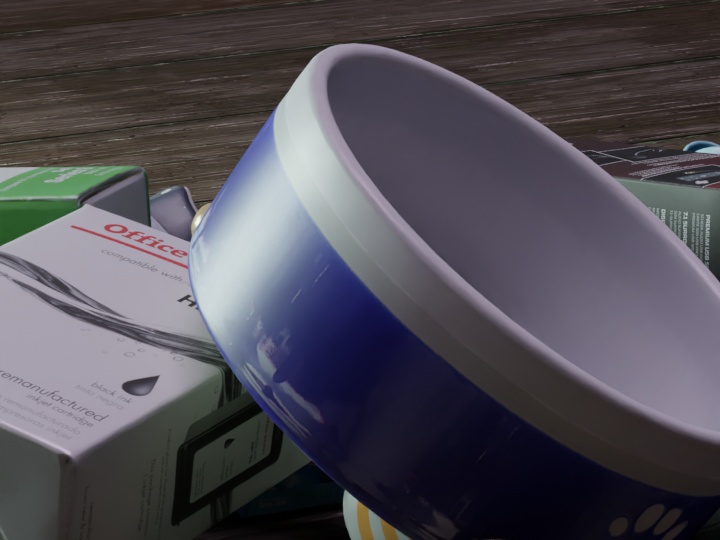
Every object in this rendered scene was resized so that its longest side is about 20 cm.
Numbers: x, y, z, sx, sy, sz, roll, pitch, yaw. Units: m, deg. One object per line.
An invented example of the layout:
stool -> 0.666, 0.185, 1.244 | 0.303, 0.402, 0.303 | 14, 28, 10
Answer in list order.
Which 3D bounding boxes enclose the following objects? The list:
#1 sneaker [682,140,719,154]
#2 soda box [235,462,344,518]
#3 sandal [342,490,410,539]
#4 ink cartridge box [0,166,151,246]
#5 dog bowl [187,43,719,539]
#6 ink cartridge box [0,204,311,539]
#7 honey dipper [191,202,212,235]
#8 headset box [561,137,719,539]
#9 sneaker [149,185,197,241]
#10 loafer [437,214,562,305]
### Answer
sneaker -> 0.168, -0.017, 1.411 | 0.073, 0.082, 0.200 | 16, -6, -2
soda box -> -0.058, 0.051, 1.282 | 0.067, 0.065, 0.200 | -8, 13, -21
sandal -> 0.024, 0.089, 1.100 | 0.079, 0.060, 0.206 | 13, 0, -32
ink cartridge box -> -0.189, 0.033, 1.198 | 0.199, 0.147, 0.084 | 1, 13, 16
dog bowl -> 0.043, 0.017, 0.975 | 0.200, 0.079, 0.200 | 33, 21, -14
ink cartridge box -> -0.088, 0.038, 1.010 | 0.116, 0.068, 0.200 | 21, 27, 25
honey dipper -> 0.018, 0.021, 1.245 | 0.199, 0.038, 0.038 | 29, 16, 4
headset box -> 0.133, 0.033, 1.109 | 0.077, 0.150, 0.199 | -11, 15, -42
sneaker -> -0.164, -0.001, 1.487 | 0.146, 0.077, 0.202 | -25, 32, -33
loafer -> 0.000, 0.000, 1.138 | 0.199, 0.070, 0.070 | -8, 26, 30
